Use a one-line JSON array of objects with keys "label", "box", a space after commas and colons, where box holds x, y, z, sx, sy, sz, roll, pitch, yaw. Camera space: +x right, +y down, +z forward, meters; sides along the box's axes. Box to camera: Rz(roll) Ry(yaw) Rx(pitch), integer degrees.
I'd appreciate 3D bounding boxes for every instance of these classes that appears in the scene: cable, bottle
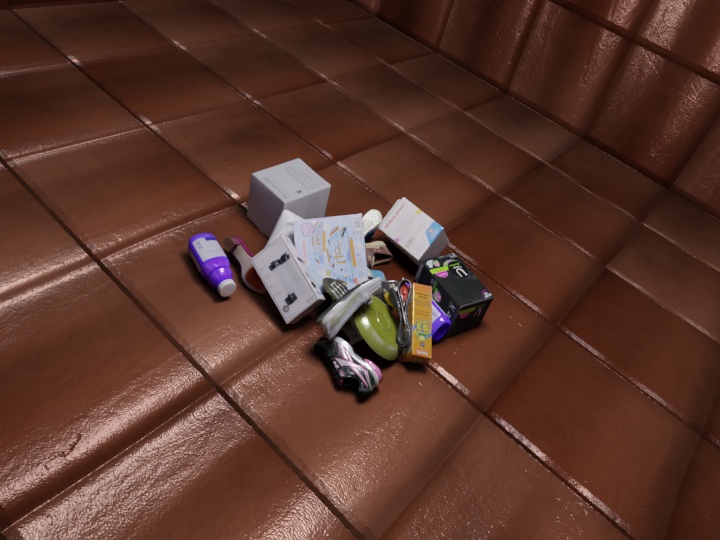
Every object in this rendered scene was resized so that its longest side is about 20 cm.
[{"label": "cable", "box": [0.119, 0.108, 1.606, 0.050, 0.096, 0.205, 29, 36, -50]}, {"label": "bottle", "box": [0.175, 0.108, 1.716, 0.065, 0.084, 0.201, 29, 17, -51]}, {"label": "bottle", "box": [-0.398, -0.015, 1.619, 0.082, 0.067, 0.201, -14, 50, -34]}]

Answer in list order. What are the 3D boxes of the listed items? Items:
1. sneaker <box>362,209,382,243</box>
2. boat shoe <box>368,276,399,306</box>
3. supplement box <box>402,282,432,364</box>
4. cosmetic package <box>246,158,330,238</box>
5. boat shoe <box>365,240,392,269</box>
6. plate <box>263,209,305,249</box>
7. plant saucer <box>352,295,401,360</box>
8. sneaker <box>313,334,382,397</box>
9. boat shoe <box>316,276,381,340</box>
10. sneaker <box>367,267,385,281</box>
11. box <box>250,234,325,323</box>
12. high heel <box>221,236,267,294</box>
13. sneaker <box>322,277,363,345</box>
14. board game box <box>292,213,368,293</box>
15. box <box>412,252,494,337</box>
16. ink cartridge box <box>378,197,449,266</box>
[{"label": "sneaker", "box": [-0.021, -0.108, 1.887, 0.198, 0.112, 0.077, -37, 79, -21]}, {"label": "boat shoe", "box": [0.033, 0.062, 1.694, 0.194, 0.075, 0.075, -15, 47, -20]}, {"label": "supplement box", "box": [0.155, 0.143, 1.616, 0.064, 0.069, 0.207, 11, 68, -20]}, {"label": "cosmetic package", "box": [-0.224, -0.213, 1.852, 0.166, 0.170, 0.197, 40, 44, 24]}, {"label": "boat shoe", "box": [0.017, -0.038, 1.832, 0.196, 0.074, 0.072, -10, 45, -40]}, {"label": "plate", "box": [-0.182, -0.045, 1.681, 0.195, 0.205, 0.032, 27, -6, 11]}, {"label": "plant saucer", "box": [0.052, 0.141, 1.588, 0.199, 0.031, 0.203, 42, 27, -27]}, {"label": "sneaker", "box": [-0.043, 0.239, 1.484, 0.196, 0.082, 0.086, 29, 51, 21]}, {"label": "boat shoe", "box": [-0.021, 0.090, 1.505, 0.200, 0.074, 0.066, -39, 97, -19]}, {"label": "sneaker", "box": [0.000, 0.000, 1.729, 0.194, 0.133, 0.080, -7, 43, -30]}, {"label": "box", "box": [-0.192, 0.024, 1.579, 0.203, 0.115, 0.060, 56, 11, 12]}, {"label": "high heel", "box": [-0.311, -0.016, 1.685, 0.203, 0.067, 0.096, 55, 6, 10]}, {"label": "sneaker", "box": [-0.052, 0.113, 1.582, 0.203, 0.088, 0.076, 55, 24, 8]}, {"label": "board game box", "box": [-0.082, -0.043, 1.637, 0.192, 0.041, 0.208, -5, 87, -4]}, {"label": "box", "box": [0.267, 0.068, 1.767, 0.145, 0.127, 0.202, -12, 49, -33]}, {"label": "ink cartridge box", "box": [0.165, -0.121, 1.903, 0.199, 0.129, 0.125, 41, -1, 25]}]
